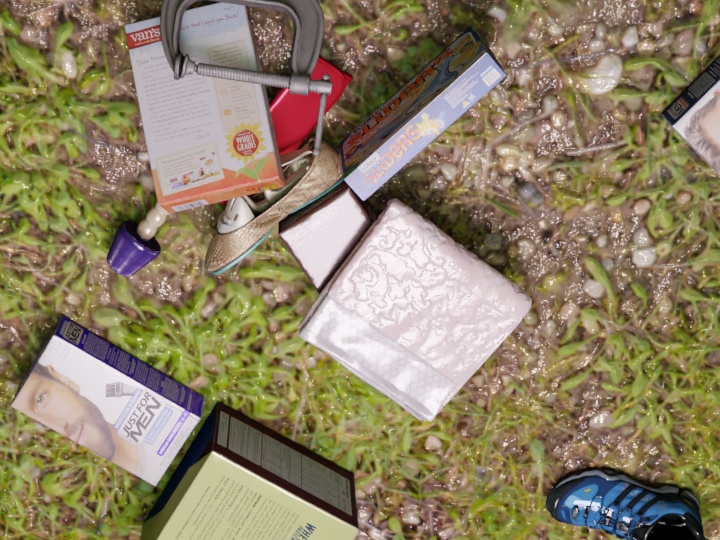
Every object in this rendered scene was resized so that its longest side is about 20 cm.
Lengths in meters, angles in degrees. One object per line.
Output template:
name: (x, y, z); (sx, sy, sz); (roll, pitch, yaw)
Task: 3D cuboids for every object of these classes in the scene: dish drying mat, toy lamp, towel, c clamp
dish drying mat: (-0.091, -0.149, 1.577); (0.200, 0.018, 0.077); (-49, 142, 14)
toy lamp: (-0.214, -0.077, 1.600); (0.058, 0.058, 0.200); (37, 106, -15)
towel: (0.059, 0.049, 1.589); (0.199, 0.032, 0.192); (35, 104, -15)
c clamp: (-0.118, -0.226, 1.481); (0.198, 0.027, 0.173); (14, 82, 0)

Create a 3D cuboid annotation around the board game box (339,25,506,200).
board game box: (0.063, -0.171, 1.534); (0.200, 0.136, 0.034); (-41, 108, 12)

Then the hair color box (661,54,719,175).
hair color box: (0.442, -0.205, 1.576); (0.100, 0.061, 0.200); (40, 105, -15)

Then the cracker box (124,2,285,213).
cracker box: (-0.165, -0.175, 1.520); (0.132, 0.058, 0.203); (-12, 82, 3)

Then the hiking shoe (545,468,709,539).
hiking shoe: (0.328, 0.296, 1.745); (0.197, 0.087, 0.075); (5, 111, -4)

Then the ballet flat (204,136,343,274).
ballet flat: (-0.107, -0.079, 1.585); (0.199, 0.071, 0.065); (-39, 120, -4)

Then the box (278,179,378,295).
box: (0.000, 0.000, 1.629); (0.100, 0.075, 0.201); (-32, 107, 9)

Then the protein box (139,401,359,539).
protein box: (-0.135, 0.307, 1.705); (0.199, 0.135, 0.200); (29, 106, -12)

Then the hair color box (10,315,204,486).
hair color box: (-0.296, 0.155, 1.680); (0.199, 0.065, 0.110); (31, 107, -11)
